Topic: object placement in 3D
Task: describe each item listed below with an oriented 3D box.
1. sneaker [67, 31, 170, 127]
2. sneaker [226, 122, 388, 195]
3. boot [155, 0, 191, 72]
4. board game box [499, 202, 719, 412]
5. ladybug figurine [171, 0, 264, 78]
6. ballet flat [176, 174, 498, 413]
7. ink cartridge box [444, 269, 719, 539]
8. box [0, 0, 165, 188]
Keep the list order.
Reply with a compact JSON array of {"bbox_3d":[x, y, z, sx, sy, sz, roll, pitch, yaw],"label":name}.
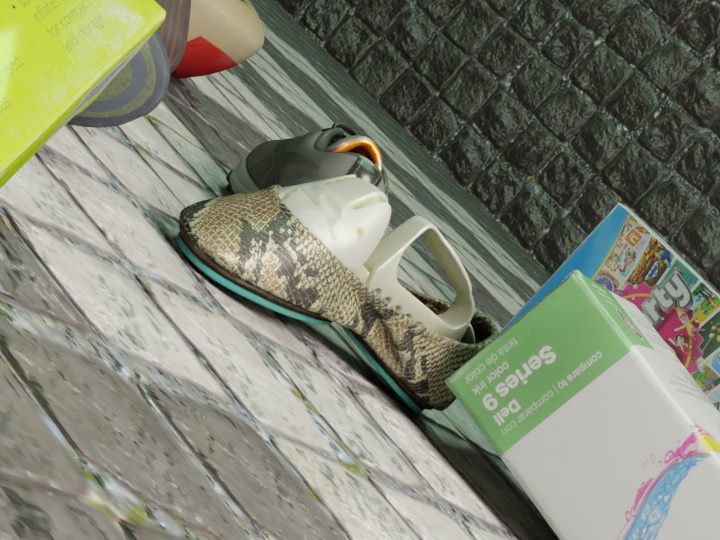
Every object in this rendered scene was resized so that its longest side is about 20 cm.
[{"bbox_3d":[-0.134,-0.085,0.656,0.200,0.074,0.081,22,28,-53],"label":"sneaker"},{"bbox_3d":[-0.020,-0.039,0.970,0.074,0.079,0.200,40,6,-13],"label":"sneaker"},{"bbox_3d":[-0.140,-0.175,0.822,0.146,0.070,0.201,22,51,-39],"label":"boot"},{"bbox_3d":[0.202,0.076,1.281,0.200,0.148,0.064,44,9,12],"label":"board game box"},{"bbox_3d":[-0.128,-0.173,1.191,0.136,0.072,0.200,44,7,11],"label":"ladybug figurine"},{"bbox_3d":[0.000,0.000,0.844,0.200,0.075,0.068,36,13,-47],"label":"ballet flat"},{"bbox_3d":[0.144,0.110,0.881,0.200,0.087,0.145,52,10,17],"label":"ink cartridge box"},{"bbox_3d":[-0.155,-0.100,0.474,0.200,0.048,0.122,43,35,-7],"label":"box"}]
